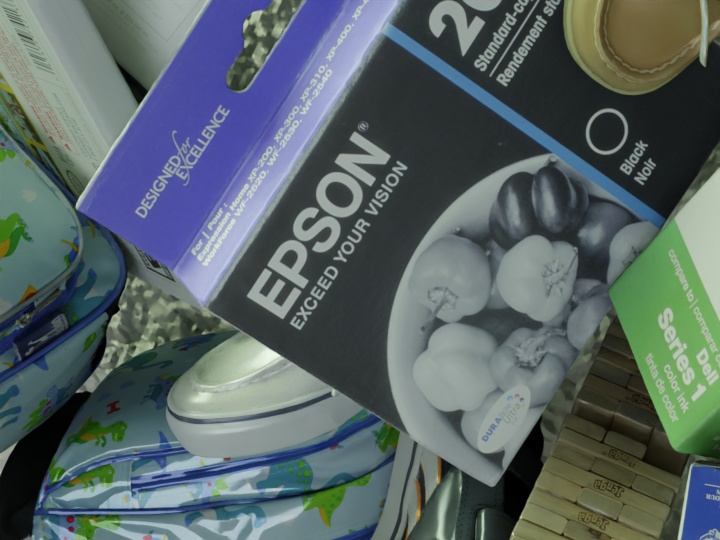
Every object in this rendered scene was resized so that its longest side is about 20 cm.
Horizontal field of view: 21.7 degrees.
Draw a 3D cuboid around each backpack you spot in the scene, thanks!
[{"bbox_3d":[-0.058,0.096,0.871,0.198,0.163,0.156,8,109,10],"label":"backpack"},{"bbox_3d":[-0.221,0.009,0.796,0.183,0.200,0.147,45,155,9],"label":"backpack"}]

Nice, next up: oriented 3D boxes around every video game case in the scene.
[{"bbox_3d":[-0.149,-0.085,0.805,0.181,0.023,0.201,24,149,47],"label":"video game case"}]

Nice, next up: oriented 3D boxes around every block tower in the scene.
[{"bbox_3d":[0.102,0.087,0.763,0.054,0.200,0.058,21,124,12],"label":"block tower"}]

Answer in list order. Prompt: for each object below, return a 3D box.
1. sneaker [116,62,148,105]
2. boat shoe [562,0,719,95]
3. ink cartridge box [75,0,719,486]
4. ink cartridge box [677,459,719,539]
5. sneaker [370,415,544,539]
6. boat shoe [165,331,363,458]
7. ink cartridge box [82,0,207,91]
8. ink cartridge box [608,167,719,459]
[{"bbox_3d":[-0.088,-0.051,0.850,0.200,0.075,0.087,49,130,-7],"label":"sneaker"},{"bbox_3d":[0.141,-0.146,0.662,0.073,0.063,0.201,26,109,-16],"label":"boat shoe"},{"bbox_3d":[0.025,-0.050,0.725,0.199,0.043,0.199,32,94,-17],"label":"ink cartridge box"},{"bbox_3d":[0.174,0.106,0.746,0.093,0.200,0.045,9,85,12],"label":"ink cartridge box"},{"bbox_3d":[0.050,0.115,0.800,0.079,0.202,0.078,10,160,41],"label":"sneaker"},{"bbox_3d":[0.002,0.002,0.784,0.200,0.075,0.087,-24,122,-4],"label":"boat shoe"},{"bbox_3d":[-0.054,-0.180,0.756,0.104,0.059,0.200,41,112,-3],"label":"ink cartridge box"},{"bbox_3d":[0.213,-0.013,0.689,0.144,0.085,0.200,12,134,-32],"label":"ink cartridge box"}]
